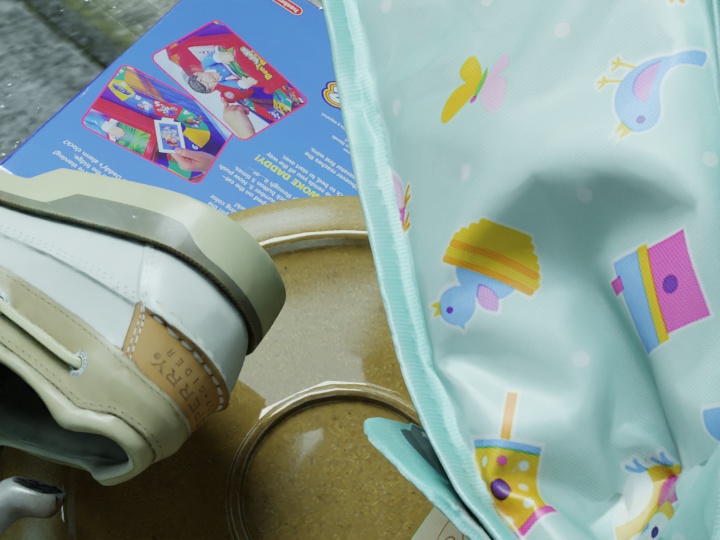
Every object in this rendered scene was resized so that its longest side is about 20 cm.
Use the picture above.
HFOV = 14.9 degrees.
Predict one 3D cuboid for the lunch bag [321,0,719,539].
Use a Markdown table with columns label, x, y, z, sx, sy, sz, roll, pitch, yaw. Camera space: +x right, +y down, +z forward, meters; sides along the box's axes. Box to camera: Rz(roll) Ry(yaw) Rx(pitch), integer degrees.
| label | x | y | z | sx | sy | sz | roll | pitch | yaw |
| --- | --- | --- | --- | --- | --- | --- | --- | --- | --- |
| lunch bag | 0.083 | 0.015 | 0.650 | 0.122 | 0.170 | 0.201 | -24 | 61 | 26 |

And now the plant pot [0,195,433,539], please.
| label | x | y | z | sx | sy | sz | roll | pitch | yaw |
| --- | --- | --- | --- | --- | --- | --- | --- | --- | --- |
| plant pot | -0.004 | 0.066 | 0.765 | 0.199 | 0.028 | 0.201 | 1 | 68 | -1 |

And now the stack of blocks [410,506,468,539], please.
| label | x | y | z | sx | sy | sz | roll | pitch | yaw |
| --- | --- | --- | --- | --- | --- | --- | --- | --- | --- |
| stack of blocks | 0.087 | 0.134 | 0.632 | 0.059 | 0.115 | 0.200 | -54 | 31 | 7 |

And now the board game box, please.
| label | x | y | z | sx | sy | sz | roll | pitch | yaw |
| --- | --- | --- | --- | --- | --- | --- | --- | --- | --- |
| board game box | 0.000 | 0.000 | 0.858 | 0.200 | 0.045 | 0.135 | 34 | 48 | 10 |

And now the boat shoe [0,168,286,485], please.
| label | x | y | z | sx | sy | sz | roll | pitch | yaw |
| --- | --- | --- | --- | --- | --- | --- | --- | --- | --- |
| boat shoe | -0.117 | 0.010 | 0.756 | 0.199 | 0.075 | 0.069 | 5 | 53 | 40 |

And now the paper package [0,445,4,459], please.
| label | x | y | z | sx | sy | sz | roll | pitch | yaw |
| --- | --- | --- | --- | --- | --- | --- | --- | --- | --- |
| paper package | -0.201 | 0.042 | 0.895 | 0.190 | 0.104 | 0.200 | -16 | 33 | -5 |

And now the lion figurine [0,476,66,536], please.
| label | x | y | z | sx | sy | sz | roll | pitch | yaw |
| --- | --- | --- | --- | --- | --- | --- | --- | --- | --- |
| lion figurine | -0.077 | 0.125 | 0.705 | 0.199 | 0.123 | 0.072 | 19 | 6 | 23 |
